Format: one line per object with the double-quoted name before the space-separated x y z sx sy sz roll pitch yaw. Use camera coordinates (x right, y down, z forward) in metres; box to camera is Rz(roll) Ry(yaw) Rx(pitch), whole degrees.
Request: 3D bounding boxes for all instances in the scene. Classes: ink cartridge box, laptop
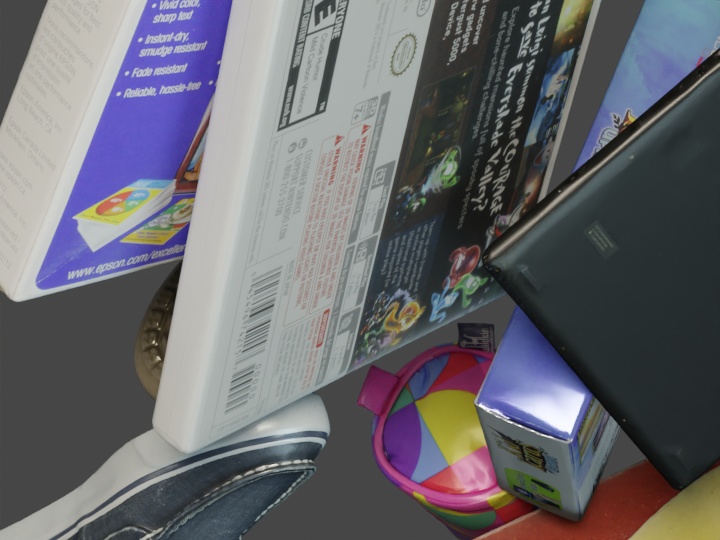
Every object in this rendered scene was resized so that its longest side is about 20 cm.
"ink cartridge box" -0.024 -0.092 0.891 0.198 0.043 0.201 -15 142 -49
"laptop" 0.137 -0.052 1.028 0.200 0.116 0.187 -40 137 3

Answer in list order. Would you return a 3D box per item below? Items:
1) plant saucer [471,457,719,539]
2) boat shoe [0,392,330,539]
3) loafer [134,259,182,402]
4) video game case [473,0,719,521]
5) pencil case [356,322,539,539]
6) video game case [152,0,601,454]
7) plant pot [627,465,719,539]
"plant saucer" 0.093 0.161 1.303 0.199 0.037 0.200 -25 159 -7
"boat shoe" -0.077 0.122 1.021 0.200 0.091 0.071 -33 156 35
"loafer" 0.000 0.000 1.041 0.200 0.076 0.068 -36 149 -18
"video game case" 0.109 -0.007 1.113 0.181 0.045 0.201 71 42 -74
"pencil case" 0.063 0.093 1.283 0.088 0.088 0.200 -42 156 -2
"video game case" 0.013 -0.048 0.914 0.181 0.023 0.201 -25 140 -41
"plant pot" 0.172 0.207 1.201 0.200 0.142 0.200 -40 155 -24
